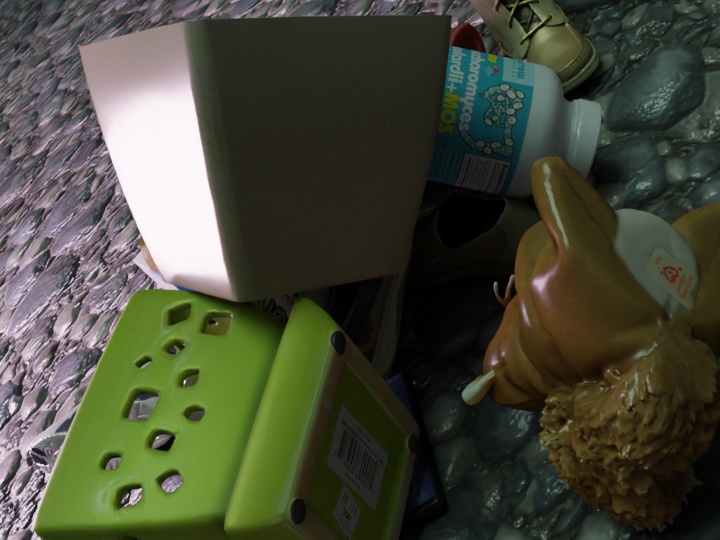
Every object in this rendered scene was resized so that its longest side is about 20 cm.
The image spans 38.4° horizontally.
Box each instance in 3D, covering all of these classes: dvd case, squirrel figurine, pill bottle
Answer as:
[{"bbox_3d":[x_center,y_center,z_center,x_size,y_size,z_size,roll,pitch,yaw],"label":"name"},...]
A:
[{"bbox_3d":[-0.030,0.181,0.825,0.199,0.018,0.143,-33,35,14],"label":"dvd case"},{"bbox_3d":[0.139,0.061,0.648,0.187,0.140,0.201,130,140,-52],"label":"squirrel figurine"},{"bbox_3d":[0.092,-0.124,0.852,0.198,0.111,0.111,11,48,-1],"label":"pill bottle"}]

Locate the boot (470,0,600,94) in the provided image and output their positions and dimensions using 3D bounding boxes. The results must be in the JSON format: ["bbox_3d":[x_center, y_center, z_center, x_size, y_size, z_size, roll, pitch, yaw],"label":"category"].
[{"bbox_3d":[0.148,-0.264,1.005,0.073,0.156,0.200,-35,34,11],"label":"boot"}]

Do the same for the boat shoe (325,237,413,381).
[{"bbox_3d":[0.000,0.000,0.889,0.072,0.064,0.202,-16,65,60],"label":"boat shoe"}]

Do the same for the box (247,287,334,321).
[{"bbox_3d":[-0.069,0.013,0.885,0.035,0.200,0.111,-8,46,37],"label":"box"}]

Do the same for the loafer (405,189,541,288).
[{"bbox_3d":[0.079,-0.034,0.903,0.199,0.067,0.076,-7,47,42],"label":"loafer"}]

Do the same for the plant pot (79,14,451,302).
[{"bbox_3d":[-0.065,-0.080,0.735,0.199,0.179,0.199,-9,11,-33],"label":"plant pot"}]

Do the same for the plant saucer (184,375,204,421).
[{"bbox_3d":[-0.111,0.066,0.957,0.200,0.050,0.201,-155,90,-89],"label":"plant saucer"}]

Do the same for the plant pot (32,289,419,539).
[{"bbox_3d":[-0.074,0.138,0.729,0.180,0.200,0.200,-7,49,30],"label":"plant pot"}]

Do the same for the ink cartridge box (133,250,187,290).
[{"bbox_3d":[-0.152,-0.057,1.172,0.200,0.068,0.116,-52,34,-12],"label":"ink cartridge box"}]

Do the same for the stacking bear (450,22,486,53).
[{"bbox_3d":[0.030,-0.141,1.005,0.199,0.122,0.114,-15,20,35],"label":"stacking bear"}]

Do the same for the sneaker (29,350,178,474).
[{"bbox_3d":[-0.245,0.135,1.057,0.199,0.079,0.130,-34,21,34],"label":"sneaker"}]

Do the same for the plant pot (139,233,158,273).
[{"bbox_3d":[-0.192,-0.095,1.092,0.200,0.027,0.201,-54,25,39],"label":"plant pot"}]
